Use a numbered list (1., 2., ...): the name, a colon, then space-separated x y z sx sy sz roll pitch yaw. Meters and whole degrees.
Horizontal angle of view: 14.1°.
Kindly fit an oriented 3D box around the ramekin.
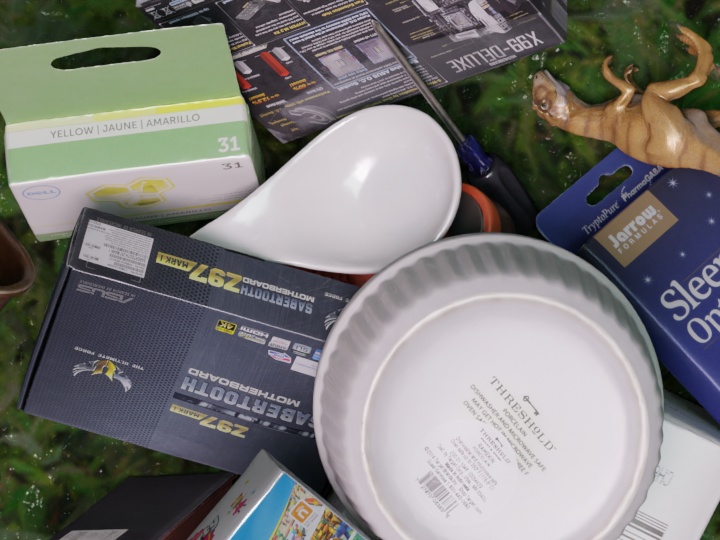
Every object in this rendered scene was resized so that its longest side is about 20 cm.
1. ramekin: 0.076 0.083 1.609 0.200 0.105 0.200 0 98 -4

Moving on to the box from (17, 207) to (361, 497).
1. box: -0.090 0.052 1.718 0.200 0.158 0.051 17 52 -8

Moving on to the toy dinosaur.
1. toy dinosaur: 0.193 -0.082 1.730 0.106 0.200 0.060 -53 138 -13

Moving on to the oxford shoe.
1. oxford shoe: 0.000 0.000 1.760 0.200 0.073 0.071 -12 77 22

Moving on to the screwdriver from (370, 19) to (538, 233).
1. screwdriver: 0.054 -0.089 1.717 0.028 0.029 0.200 -19 132 21

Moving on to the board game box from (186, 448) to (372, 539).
1. board game box: -0.023 0.219 1.601 0.200 0.064 0.148 40 88 -15

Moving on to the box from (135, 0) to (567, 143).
1. box: -0.004 -0.159 1.671 0.200 0.158 0.050 -19 52 27

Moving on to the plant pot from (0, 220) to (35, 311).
1. plant pot: -0.328 0.033 1.712 0.200 0.200 0.198 33 103 -3

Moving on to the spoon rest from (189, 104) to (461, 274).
1. spoon rest: -0.030 -0.027 1.703 0.200 0.061 0.099 -26 71 22

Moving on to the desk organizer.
1. desk organizer: -0.129 0.180 1.708 0.072 0.200 0.077 -4 99 14

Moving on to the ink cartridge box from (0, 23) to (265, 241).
1. ink cartridge box: -0.136 -0.077 1.688 0.145 0.200 0.048 -7 73 2

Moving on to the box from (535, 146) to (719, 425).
1. box: 0.211 0.006 1.730 0.200 0.032 0.121 46 62 8

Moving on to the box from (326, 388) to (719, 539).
1. box: 0.092 0.142 1.740 0.200 0.131 0.199 26 95 -2
